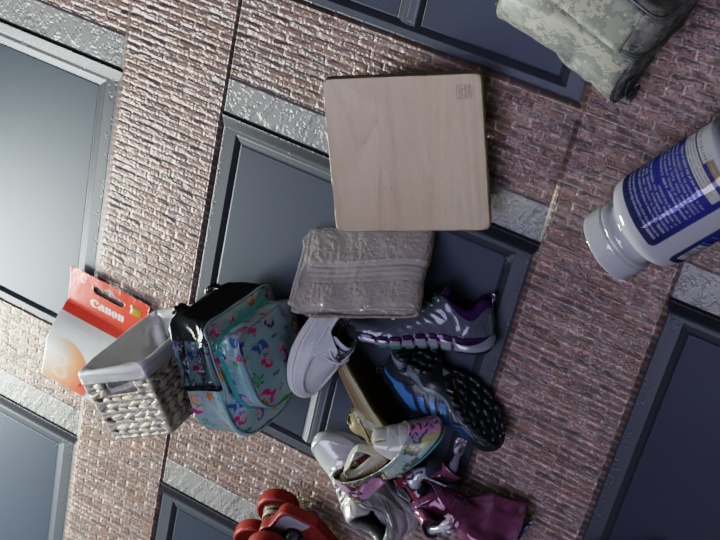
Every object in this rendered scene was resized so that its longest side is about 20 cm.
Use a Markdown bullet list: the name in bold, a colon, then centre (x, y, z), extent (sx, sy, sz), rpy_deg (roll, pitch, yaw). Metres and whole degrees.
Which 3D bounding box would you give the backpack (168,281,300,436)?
- **backpack**: centre (-0.167, 0.131, 1.786), extent (0.150, 0.177, 0.200), rpy_deg (7, 117, 32)

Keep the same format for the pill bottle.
- **pill bottle**: centre (0.361, -0.074, 1.437), extent (0.200, 0.120, 0.120), rpy_deg (-34, 91, 35)

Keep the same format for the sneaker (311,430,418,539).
- **sneaker**: centre (-0.003, 0.318, 1.815), extent (0.200, 0.099, 0.078), rpy_deg (45, 124, 6)

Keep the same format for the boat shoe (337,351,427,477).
- **boat shoe**: centre (0.017, 0.211, 1.776), extent (0.066, 0.074, 0.200), rpy_deg (-28, 95, 29)

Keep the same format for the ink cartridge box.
- **ink cartridge box**: centre (-0.424, 0.114, 1.999), extent (0.162, 0.050, 0.200), rpy_deg (26, 124, 18)

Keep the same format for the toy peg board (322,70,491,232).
- **toy peg board**: centre (0.067, -0.160, 1.598), extent (0.199, 0.098, 0.200), rpy_deg (-1, 111, 13)

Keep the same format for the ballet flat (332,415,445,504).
- **ballet flat**: centre (0.030, 0.252, 1.712), extent (0.071, 0.069, 0.200), rpy_deg (32, 128, -19)

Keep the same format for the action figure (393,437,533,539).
- **action figure**: centre (0.133, 0.330, 1.748), extent (0.200, 0.134, 0.149), rpy_deg (29, 149, 4)

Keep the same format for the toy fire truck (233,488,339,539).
- **toy fire truck**: centre (-0.108, 0.442, 1.936), extent (0.168, 0.112, 0.200), rpy_deg (28, 125, -12)

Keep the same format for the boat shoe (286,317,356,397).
- **boat shoe**: centre (-0.035, 0.094, 1.727), extent (0.200, 0.072, 0.069), rpy_deg (-60, 38, 7)

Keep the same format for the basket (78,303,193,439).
- **basket**: centre (-0.294, 0.149, 1.855), extent (0.135, 0.200, 0.124), rpy_deg (-10, 111, 32)

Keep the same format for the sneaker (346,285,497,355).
- **sneaker**: centre (0.083, 0.058, 1.667), extent (0.200, 0.074, 0.088), rpy_deg (4, 102, 2)

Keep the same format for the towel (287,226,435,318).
- **towel**: centre (0.000, 0.000, 1.675), extent (0.200, 0.133, 0.034), rpy_deg (-2, 152, 29)

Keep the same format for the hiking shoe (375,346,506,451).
- **hiking shoe**: centre (0.115, 0.176, 1.719), extent (0.200, 0.074, 0.087), rpy_deg (45, 142, 11)

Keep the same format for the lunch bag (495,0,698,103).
- **lunch bag**: centre (0.256, -0.299, 1.394), extent (0.200, 0.139, 0.168), rpy_deg (41, 141, 12)
